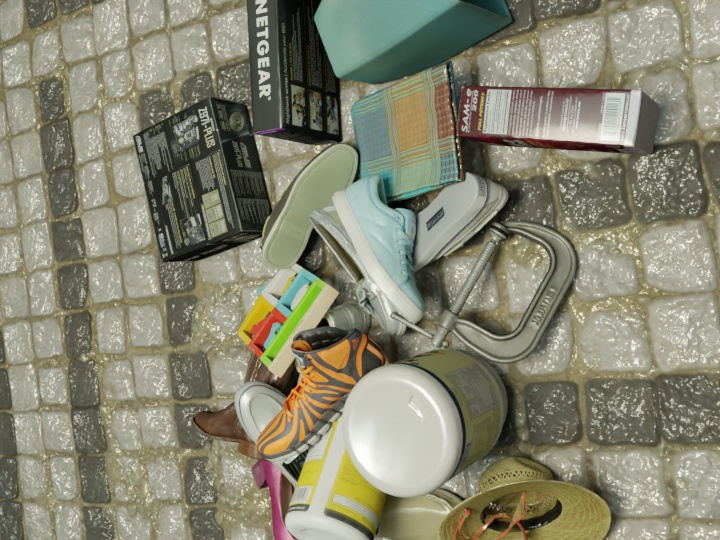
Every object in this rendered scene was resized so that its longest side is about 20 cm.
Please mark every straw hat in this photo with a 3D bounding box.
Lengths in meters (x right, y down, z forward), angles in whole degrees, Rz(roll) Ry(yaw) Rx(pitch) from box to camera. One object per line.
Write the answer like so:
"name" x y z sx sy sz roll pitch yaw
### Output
"straw hat" 0.187 0.270 0.928 0.201 0.201 0.085 -36 31 26

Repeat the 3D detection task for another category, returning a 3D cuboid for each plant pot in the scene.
"plant pot" 0.051 -0.322 0.961 0.199 0.141 0.143 -29 78 35

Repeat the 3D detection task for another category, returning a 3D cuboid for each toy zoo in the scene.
"toy zoo" -0.107 0.055 1.060 0.132 0.020 0.200 -55 26 -4

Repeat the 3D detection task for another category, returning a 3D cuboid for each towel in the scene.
"towel" 0.053 -0.164 0.979 0.199 0.022 0.148 -8 88 57

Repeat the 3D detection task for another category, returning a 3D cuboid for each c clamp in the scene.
"c clamp" 0.156 0.019 0.939 0.170 0.027 0.201 35 87 22

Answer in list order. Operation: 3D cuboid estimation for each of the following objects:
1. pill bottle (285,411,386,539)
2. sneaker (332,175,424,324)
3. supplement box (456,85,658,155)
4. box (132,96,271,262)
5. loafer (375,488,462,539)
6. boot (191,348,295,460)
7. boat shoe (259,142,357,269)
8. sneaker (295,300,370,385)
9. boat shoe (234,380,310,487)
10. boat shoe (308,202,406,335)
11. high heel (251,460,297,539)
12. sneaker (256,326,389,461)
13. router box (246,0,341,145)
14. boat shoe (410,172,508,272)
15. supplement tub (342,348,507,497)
"pill bottle" -0.013 0.246 0.987 0.111 0.112 0.201 -1 51 30
"sneaker" 0.039 -0.034 0.952 0.082 0.074 0.201 -33 70 10
"supplement box" 0.221 -0.169 0.880 0.198 0.109 0.062 10 97 30
"box" -0.233 -0.130 1.157 0.163 0.086 0.202 -18 83 29
"loafer" 0.048 0.322 1.023 0.198 0.068 0.077 0 94 31
"boot" -0.163 0.156 1.144 0.185 0.064 0.202 10 86 41
"boat shoe" -0.077 -0.098 1.078 0.202 0.071 0.061 -54 30 17
"sneaker" -0.065 0.135 1.056 0.073 0.115 0.202 29 107 24
"boat shoe" -0.092 0.232 1.050 0.201 0.073 0.067 53 163 -18
"boat shoe" 0.000 -0.001 1.024 0.064 0.075 0.203 -22 76 -15
"high heel" -0.087 0.332 1.100 0.201 0.067 0.096 53 126 21
"sneaker" -0.068 0.139 0.957 0.200 0.112 0.078 -41 32 -1
"router box" -0.085 -0.275 1.030 0.051 0.149 0.202 -3 90 29
"boat shoe" 0.105 -0.052 0.976 0.200 0.065 0.073 -47 45 42
"supplement tub" 0.084 0.171 0.921 0.144 0.199 0.147 1 93 29
